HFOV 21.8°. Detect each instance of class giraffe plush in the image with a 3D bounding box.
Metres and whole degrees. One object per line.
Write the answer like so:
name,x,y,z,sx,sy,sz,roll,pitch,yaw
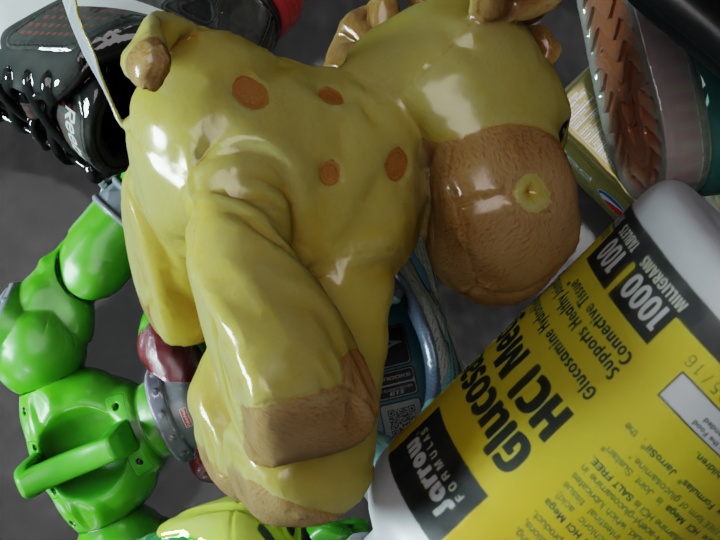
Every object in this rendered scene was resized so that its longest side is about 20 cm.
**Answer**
giraffe plush,0.005,-0.029,0.652,0.161,0.172,0.202,-19,94,-14

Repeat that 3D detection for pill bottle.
pill bottle,0.076,0.075,0.659,0.113,0.112,0.200,46,103,8

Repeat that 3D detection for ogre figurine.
ogre figurine,-0.081,0.055,0.761,0.119,0.098,0.201,-23,112,-1

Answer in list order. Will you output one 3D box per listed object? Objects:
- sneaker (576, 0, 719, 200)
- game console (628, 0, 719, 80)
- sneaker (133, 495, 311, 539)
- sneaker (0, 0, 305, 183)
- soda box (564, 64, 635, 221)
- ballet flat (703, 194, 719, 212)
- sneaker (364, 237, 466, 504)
sneaker,0.126,-0.130,0.715,0.079,0.071,0.202,-12,99,-18
game console,0.190,-0.113,0.700,0.175,0.116,0.201,38,72,-5
sneaker,-0.041,0.179,0.740,0.083,0.074,0.202,-10,109,16
sneaker,-0.122,-0.083,0.733,0.198,0.071,0.099,-3,55,18
soda box,0.165,-0.107,0.783,0.200,0.068,0.064,-44,82,-3
ballet flat,0.141,0.009,0.753,0.200,0.068,0.072,-43,99,-13
sneaker,0.000,0.000,0.764,0.077,0.086,0.202,-24,71,2
